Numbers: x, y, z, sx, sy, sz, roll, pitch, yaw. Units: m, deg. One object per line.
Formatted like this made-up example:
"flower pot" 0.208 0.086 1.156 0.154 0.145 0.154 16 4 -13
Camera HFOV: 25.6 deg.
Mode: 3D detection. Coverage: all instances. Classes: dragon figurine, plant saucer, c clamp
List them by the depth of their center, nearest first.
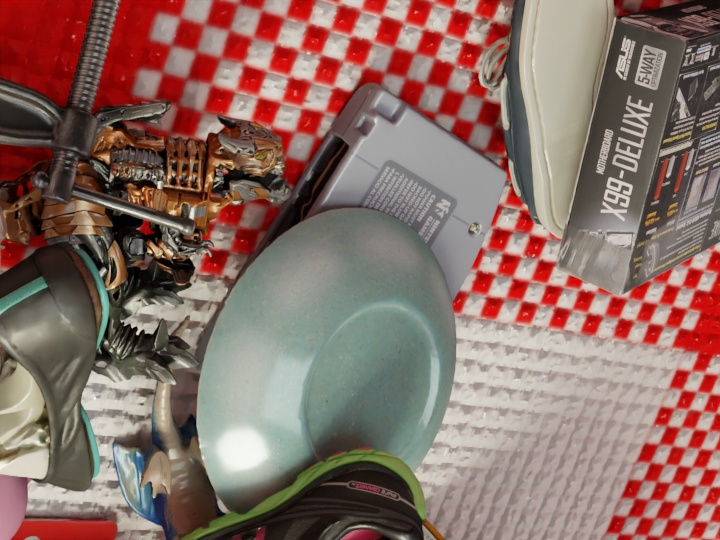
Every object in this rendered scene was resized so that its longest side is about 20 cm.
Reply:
"c clamp" -0.146 -0.131 0.764 0.169 0.027 0.202 11 84 -27
"plant saucer" -0.004 0.067 0.918 0.200 0.039 0.203 -14 112 -39
"dragon figurine" -0.110 0.125 0.942 0.058 0.099 0.202 -19 104 -19

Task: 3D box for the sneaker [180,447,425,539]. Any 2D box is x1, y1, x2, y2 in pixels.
"sneaker" -0.050 0.175 0.865 0.199 0.084 0.077 -37 127 6

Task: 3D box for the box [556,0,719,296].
"box" 0.204 -0.086 0.989 0.199 0.049 0.159 -22 129 -52

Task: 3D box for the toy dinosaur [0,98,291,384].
"toy dinosaur" -0.135 -0.024 0.836 0.198 0.103 0.137 -1 124 17

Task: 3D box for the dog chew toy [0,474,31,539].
"dog chew toy" -0.262 0.140 0.821 0.199 0.124 0.126 -27 126 -27

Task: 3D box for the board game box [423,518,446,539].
"board game box" 0.056 0.335 1.068 0.199 0.200 0.201 -40 129 -7

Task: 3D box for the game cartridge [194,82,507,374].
"game cartridge" 0.000 0.000 0.964 0.133 0.040 0.201 29 97 -35

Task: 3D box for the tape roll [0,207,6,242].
"tape roll" -0.272 -0.011 0.756 0.200 0.037 0.205 -6 111 -16

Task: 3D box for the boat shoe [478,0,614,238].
"boat shoe" 0.114 -0.117 0.957 0.074 0.062 0.202 -28 128 -20

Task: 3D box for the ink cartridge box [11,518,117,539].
"ink cartridge box" -0.208 0.251 0.943 0.115 0.067 0.202 6 110 -34

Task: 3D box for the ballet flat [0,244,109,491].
"ballet flat" -0.168 0.058 0.786 0.068 0.068 0.201 -25 151 -26
